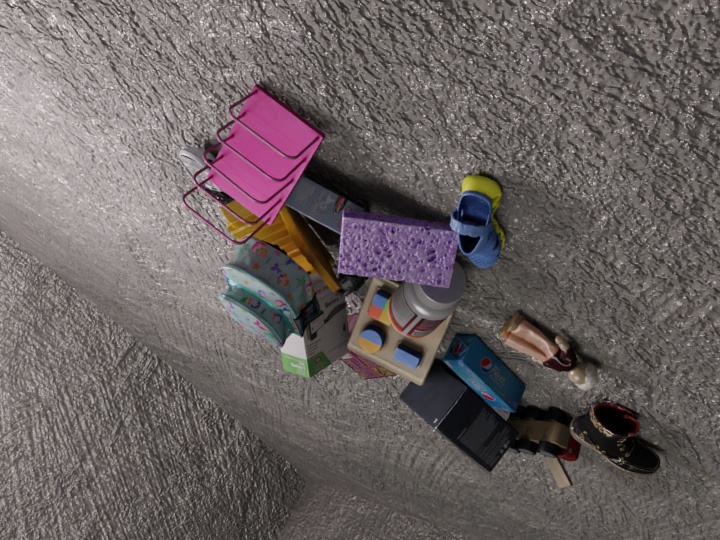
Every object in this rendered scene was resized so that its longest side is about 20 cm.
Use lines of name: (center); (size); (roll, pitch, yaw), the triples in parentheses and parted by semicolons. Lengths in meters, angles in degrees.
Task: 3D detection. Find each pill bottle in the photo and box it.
pill bottle: (0.124, 0.049, 1.472); (0.109, 0.110, 0.200); (30, 156, -1)

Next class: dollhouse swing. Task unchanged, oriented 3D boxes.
dollhouse swing: (-0.153, -0.031, 1.528); (0.180, 0.177, 0.200); (-22, 135, 15)

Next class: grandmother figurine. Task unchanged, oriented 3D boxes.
grandmother figurine: (0.357, 0.157, 1.481); (0.199, 0.061, 0.121); (33, 165, 1)

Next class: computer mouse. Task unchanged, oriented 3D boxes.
computer mouse: (-0.295, -0.191, 1.576); (0.109, 0.044, 0.200); (26, 162, 22)

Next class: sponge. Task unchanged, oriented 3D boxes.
sponge: (0.062, -0.036, 1.331); (0.197, 0.030, 0.113); (7, 122, -2)

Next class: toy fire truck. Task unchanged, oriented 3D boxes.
toy fire truck: (0.446, 0.415, 1.822); (0.199, 0.130, 0.175); (29, 159, -28)

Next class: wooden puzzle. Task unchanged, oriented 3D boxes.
wooden puzzle: (0.076, 0.128, 1.636); (0.184, 0.046, 0.202); (25, 116, 11)

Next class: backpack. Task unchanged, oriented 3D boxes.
backpack: (-0.174, 0.035, 1.463); (0.176, 0.151, 0.201); (29, 154, 17)

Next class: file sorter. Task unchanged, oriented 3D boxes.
file sorter: (-0.178, -0.163, 1.268); (0.138, 0.126, 0.201); (36, 124, 0)

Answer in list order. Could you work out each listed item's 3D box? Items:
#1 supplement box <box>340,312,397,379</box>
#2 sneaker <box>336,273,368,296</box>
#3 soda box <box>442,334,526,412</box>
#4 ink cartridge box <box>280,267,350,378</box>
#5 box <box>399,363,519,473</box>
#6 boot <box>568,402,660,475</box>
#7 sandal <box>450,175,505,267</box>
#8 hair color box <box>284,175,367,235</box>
supplement box: (0.033, 0.169, 1.818); (0.131, 0.104, 0.199); (38, 154, -18)
sneaker: (0.000, 0.000, 1.545); (0.075, 0.088, 0.200); (31, 156, -3)
soda box: (0.268, 0.222, 1.693); (0.200, 0.068, 0.064); (44, 153, -28)
ink cartridge box: (-0.103, 0.104, 1.700); (0.084, 0.146, 0.202); (12, 119, 38)
box: (0.225, 0.334, 1.826); (0.196, 0.124, 0.200); (40, 176, -25)
boot: (0.539, 0.345, 1.622); (0.199, 0.073, 0.151); (31, 157, 13)
sandal: (0.177, -0.059, 1.231); (0.079, 0.088, 0.201); (16, 154, 25)
hair color box: (-0.087, -0.125, 1.395); (0.198, 0.061, 0.099); (28, -177, 5)
